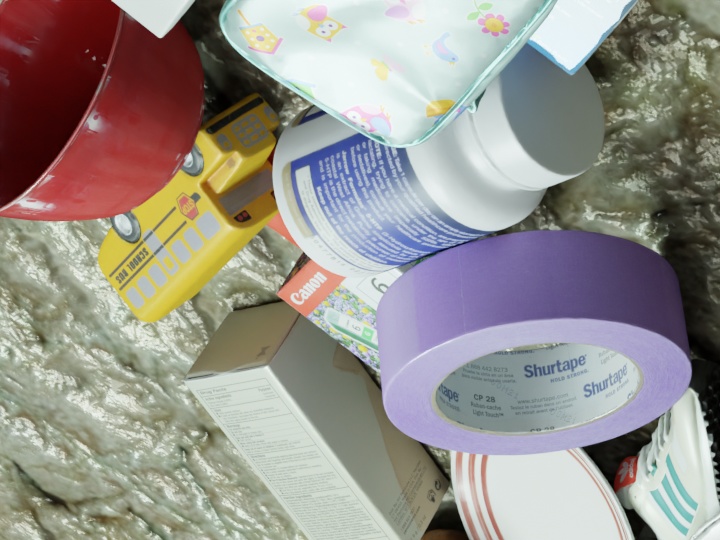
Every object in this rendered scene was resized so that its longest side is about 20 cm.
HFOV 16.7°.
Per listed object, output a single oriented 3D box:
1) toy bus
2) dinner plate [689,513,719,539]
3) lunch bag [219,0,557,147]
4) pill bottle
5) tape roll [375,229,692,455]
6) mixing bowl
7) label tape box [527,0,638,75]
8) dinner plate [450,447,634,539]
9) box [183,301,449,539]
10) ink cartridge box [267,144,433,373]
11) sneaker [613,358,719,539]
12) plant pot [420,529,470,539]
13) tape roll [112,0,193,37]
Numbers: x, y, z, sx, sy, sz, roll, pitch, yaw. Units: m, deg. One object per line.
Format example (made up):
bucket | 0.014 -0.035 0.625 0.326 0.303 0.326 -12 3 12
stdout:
toy bus | -0.114 -0.043 1.703 0.078 0.065 0.200 53 141 4
dinner plate | 0.315 0.210 1.656 0.200 0.024 0.200 3 139 3
lunch bag | 0.024 -0.163 1.368 0.160 0.077 0.200 29 141 -13
pill bottle | 0.050 -0.075 1.526 0.200 0.120 0.120 -20 119 46
tape roll | 0.111 0.050 1.584 0.200 0.066 0.200 -3 152 -2
mixing bowl | -0.174 -0.111 1.614 0.108 0.201 0.200 24 150 -34
label tape box | 0.118 -0.220 1.366 0.144 0.063 0.200 36 142 -4
dinner plate | 0.139 0.183 1.777 0.200 0.024 0.200 33 136 38
box | -0.031 0.121 1.828 0.095 0.078 0.200 -10 125 41
ink cartridge box | 0.000 0.000 1.697 0.200 0.050 0.109 38 142 -7
sneaker | 0.214 0.138 1.679 0.093 0.070 0.200 5 137 22
plant pot | 0.051 0.292 1.881 0.200 0.200 0.140 36 125 -5
tape roll | -0.105 -0.250 1.379 0.139 0.203 0.203 39 142 -7
